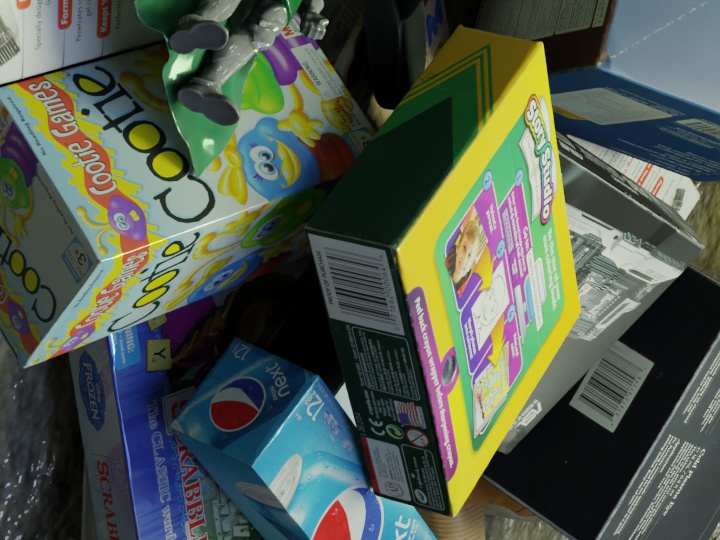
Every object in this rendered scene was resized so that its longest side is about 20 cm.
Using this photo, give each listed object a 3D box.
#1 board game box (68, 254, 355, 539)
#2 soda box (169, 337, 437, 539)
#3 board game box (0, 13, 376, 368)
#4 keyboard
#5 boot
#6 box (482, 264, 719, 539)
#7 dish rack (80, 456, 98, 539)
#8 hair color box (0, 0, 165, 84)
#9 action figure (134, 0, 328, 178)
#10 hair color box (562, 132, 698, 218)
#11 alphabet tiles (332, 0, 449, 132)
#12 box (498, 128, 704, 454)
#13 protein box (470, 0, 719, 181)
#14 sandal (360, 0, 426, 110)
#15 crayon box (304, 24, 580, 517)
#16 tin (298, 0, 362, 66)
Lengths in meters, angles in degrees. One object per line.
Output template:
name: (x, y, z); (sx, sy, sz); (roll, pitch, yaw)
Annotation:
board game box: (-0.076, 0.063, 1.094); (0.199, 0.041, 0.201); (-20, 108, -44)
soda box: (-0.025, 0.127, 1.062); (0.064, 0.068, 0.200); (-54, 139, -19)
board game box: (-0.101, -0.046, 0.961); (0.199, 0.105, 0.103); (-23, 164, -42)
keyboard: (0.000, 0.000, 1.085); (0.200, 0.040, 0.104); (-54, 137, 3)
boot: (0.097, 0.117, 1.372); (0.201, 0.070, 0.145); (-28, 117, -57)
box: (0.209, 0.100, 1.327); (0.201, 0.104, 0.182); (-59, 146, 3)
dish rack: (-0.086, 0.142, 1.176); (0.199, 0.043, 0.173); (-20, 126, -43)
hair color box: (-0.136, -0.165, 0.911); (0.199, 0.064, 0.112); (-24, 129, -45)
action figure: (-0.042, -0.149, 0.933); (0.200, 0.054, 0.119); (-61, 154, -46)
hair color box: (0.162, -0.063, 1.331); (0.111, 0.064, 0.200); (-58, 142, -11)
alphabet tiles: (0.020, -0.090, 1.115); (0.200, 0.006, 0.167); (76, 35, -53)
box: (0.101, 0.014, 1.212); (0.157, 0.050, 0.200); (29, 111, -39)
protein box: (0.195, -0.147, 1.140); (0.197, 0.200, 0.136); (17, 85, -20)
sandal: (0.026, -0.168, 0.990); (0.201, 0.048, 0.076); (78, 24, -50)
crayon box: (0.052, 0.001, 1.014); (0.173, 0.058, 0.201); (-55, 145, -37)
tin: (0.000, -0.204, 1.080); (0.201, 0.042, 0.112); (-59, 148, -8)
